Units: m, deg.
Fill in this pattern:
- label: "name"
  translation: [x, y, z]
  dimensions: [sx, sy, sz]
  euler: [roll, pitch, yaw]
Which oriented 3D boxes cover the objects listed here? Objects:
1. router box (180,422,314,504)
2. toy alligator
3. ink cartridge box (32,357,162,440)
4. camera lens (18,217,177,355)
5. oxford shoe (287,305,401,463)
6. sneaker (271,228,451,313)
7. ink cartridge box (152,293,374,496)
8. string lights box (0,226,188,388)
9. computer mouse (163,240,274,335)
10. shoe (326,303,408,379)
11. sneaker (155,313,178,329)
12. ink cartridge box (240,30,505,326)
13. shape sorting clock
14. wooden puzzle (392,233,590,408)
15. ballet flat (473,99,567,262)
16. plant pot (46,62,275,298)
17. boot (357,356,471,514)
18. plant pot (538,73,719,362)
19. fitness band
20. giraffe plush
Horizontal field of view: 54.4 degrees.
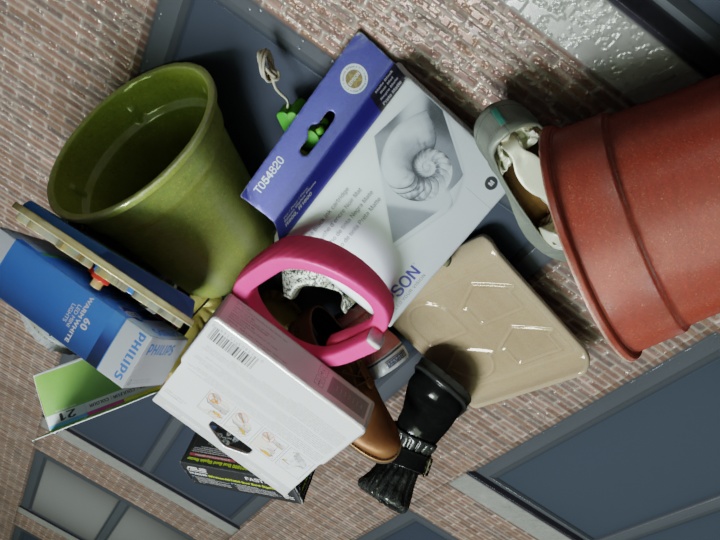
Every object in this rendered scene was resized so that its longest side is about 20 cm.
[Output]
- label: "router box"
  translation: [-0.152, 0.254, 1.058]
  dimensions: [0.194, 0.152, 0.063]
  euler: [2, 136, 23]
- label: "toy alligator"
  translation: [-0.046, -0.126, 0.696]
  dimensions: [0.053, 0.060, 0.203]
  euler: [1, 133, 23]
- label: "ink cartridge box"
  translation: [-0.325, 0.139, 0.871]
  dimensions: [0.200, 0.144, 0.078]
  euler: [155, 96, -75]
- label: "camera lens"
  translation: [-0.333, 0.008, 0.891]
  dimensions: [0.160, 0.162, 0.198]
  euler: [42, 136, -19]
- label: "oxford shoe"
  translation: [-0.014, 0.131, 0.808]
  dimensions: [0.202, 0.071, 0.071]
  euler: [54, 144, 7]
- label: "sneaker"
  translation: [0.000, 0.000, 0.752]
  dimensions: [0.193, 0.077, 0.092]
  euler: [2, 92, 8]
- label: "ink cartridge box"
  translation: [-0.111, 0.144, 0.773]
  dimensions: [0.198, 0.045, 0.176]
  euler: [38, 128, -9]
- label: "string lights box"
  translation: [-0.283, 0.038, 0.718]
  dimensions: [0.197, 0.060, 0.103]
  euler: [33, 177, 9]
- label: "computer mouse"
  translation: [-0.161, 0.038, 0.790]
  dimensions: [0.034, 0.199, 0.059]
  euler: [53, 173, -38]
- label: "shoe"
  translation: [-0.012, 0.100, 0.908]
  dimensions: [0.092, 0.071, 0.200]
  euler: [57, 151, 4]
- label: "sneaker"
  translation: [-0.238, 0.136, 1.034]
  dimensions: [0.200, 0.082, 0.087]
  euler: [45, 135, -18]
- label: "ink cartridge box"
  translation: [0.014, -0.079, 0.665]
  dimensions: [0.198, 0.041, 0.201]
  euler: [36, 108, -13]
- label: "shape sorting clock"
  translation: [-0.245, -0.001, 0.674]
  dimensions: [0.197, 0.040, 0.200]
  euler: [30, 172, 5]
- label: "wooden puzzle"
  translation: [0.139, 0.060, 0.810]
  dimensions: [0.183, 0.047, 0.200]
  euler: [-28, 112, 41]
- label: "ballet flat"
  translation: [0.166, -0.062, 0.626]
  dimensions: [0.067, 0.064, 0.200]
  euler: [-37, 121, 12]
- label: "plant pot"
  translation: [-0.186, -0.076, 0.737]
  dimensions: [0.195, 0.205, 0.185]
  euler: [-4, 143, 28]
- label: "boot"
  translation: [0.063, 0.212, 0.869]
  dimensions: [0.078, 0.159, 0.213]
  euler: [31, 159, 18]
- label: "plant pot"
  translation: [0.266, -0.058, 0.533]
  dimensions: [0.192, 0.203, 0.202]
  euler: [-23, 121, 30]
- label: "fitness band"
  translation: [-0.052, 0.036, 0.700]
  dimensions: [0.143, 0.038, 0.199]
  euler: [39, 145, -17]
- label: "giraffe plush"
  translation: [-0.150, 0.079, 0.908]
  dimensions: [0.159, 0.173, 0.204]
  euler: [23, 105, -14]
